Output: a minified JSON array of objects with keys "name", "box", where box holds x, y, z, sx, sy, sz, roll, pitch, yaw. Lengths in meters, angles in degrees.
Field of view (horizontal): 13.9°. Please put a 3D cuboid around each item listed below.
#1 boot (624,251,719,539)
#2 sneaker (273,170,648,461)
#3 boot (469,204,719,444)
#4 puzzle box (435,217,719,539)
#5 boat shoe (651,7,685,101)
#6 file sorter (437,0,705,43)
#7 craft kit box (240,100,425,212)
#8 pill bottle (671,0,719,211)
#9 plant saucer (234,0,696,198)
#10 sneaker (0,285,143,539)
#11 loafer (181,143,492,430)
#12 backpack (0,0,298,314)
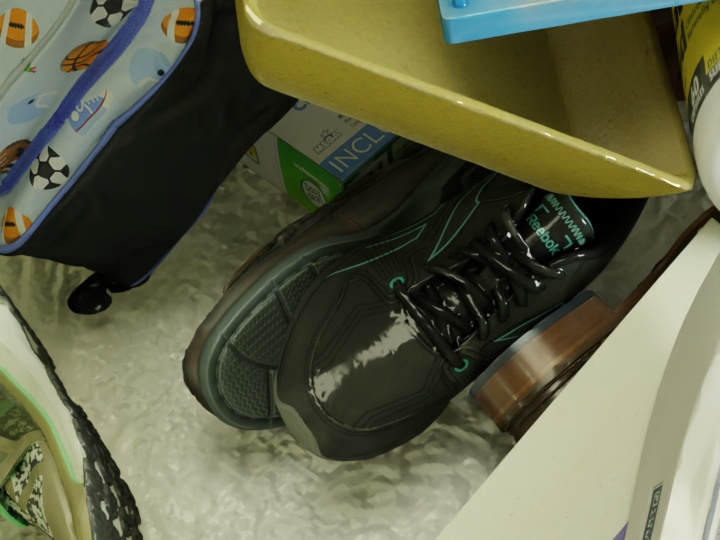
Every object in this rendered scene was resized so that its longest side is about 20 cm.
[{"name":"boot","box":[0.150,0.088,1.077,0.090,0.073,0.201,18,78,-7]},{"name":"sneaker","box":[0.045,-0.002,1.174,0.200,0.079,0.075,-42,91,-26]},{"name":"boot","box":[0.146,0.034,1.196,0.199,0.075,0.097,-33,76,-24]},{"name":"puzzle box","box":[0.121,0.094,1.115,0.133,0.025,0.200,41,72,7]},{"name":"boat shoe","box":[0.145,-0.110,1.276,0.199,0.071,0.070,-6,40,-26]},{"name":"file sorter","box":[0.082,-0.205,1.111,0.138,0.123,0.201,-9,44,1]},{"name":"craft kit box","box":[-0.008,-0.133,1.352,0.200,0.049,0.197,-40,60,-23]},{"name":"pill bottle","box":[0.177,-0.114,1.167,0.110,0.112,0.201,-5,46,3]},{"name":"plant saucer","box":[0.023,-0.113,1.152,0.199,0.049,0.201,18,39,-25]},{"name":"sneaker","box":[-0.154,0.074,1.194,0.088,0.077,0.200,-34,48,-3]},{"name":"loafer","box":[0.000,0.000,1.238,0.200,0.072,0.063,-35,27,-26]},{"name":"backpack","box":[-0.113,-0.115,1.234,0.200,0.154,0.191,-43,43,28]}]
